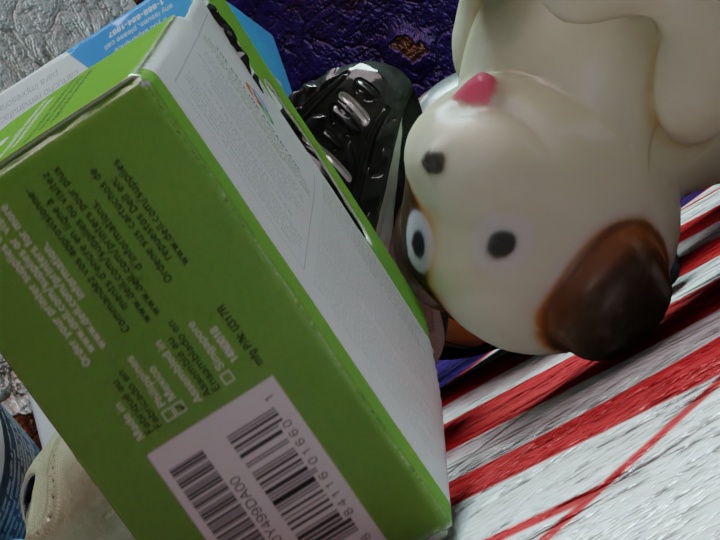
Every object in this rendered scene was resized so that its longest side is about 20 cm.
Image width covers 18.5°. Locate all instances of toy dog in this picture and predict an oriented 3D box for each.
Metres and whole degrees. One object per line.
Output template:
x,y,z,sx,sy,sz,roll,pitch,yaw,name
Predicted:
0.088,-0.062,0.784,0.139,0.194,0.200,24,63,36,toy dog

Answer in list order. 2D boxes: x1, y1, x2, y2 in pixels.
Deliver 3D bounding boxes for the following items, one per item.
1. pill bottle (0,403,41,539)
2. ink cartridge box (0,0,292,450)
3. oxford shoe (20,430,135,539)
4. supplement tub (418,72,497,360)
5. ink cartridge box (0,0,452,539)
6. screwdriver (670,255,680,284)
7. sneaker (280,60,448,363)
-0.200,0.097,0.956,0.119,0.120,0.200,-32,-27,-5,pill bottle
-0.092,-0.012,1.039,0.145,0.201,0.084,-29,-30,18,ink cartridge box
-0.095,0.073,0.822,0.074,0.071,0.200,-35,0,-4,oxford shoe
0.058,-0.026,1.015,0.122,0.123,0.200,-32,1,-14,supplement tub
-0.042,0.002,0.663,0.076,0.148,0.200,-32,13,9,ink cartridge box
0.095,-0.079,0.909,0.028,0.201,0.029,-10,-27,-5,screwdriver
0.000,0.000,0.869,0.079,0.074,0.201,-21,-41,-30,sneaker
